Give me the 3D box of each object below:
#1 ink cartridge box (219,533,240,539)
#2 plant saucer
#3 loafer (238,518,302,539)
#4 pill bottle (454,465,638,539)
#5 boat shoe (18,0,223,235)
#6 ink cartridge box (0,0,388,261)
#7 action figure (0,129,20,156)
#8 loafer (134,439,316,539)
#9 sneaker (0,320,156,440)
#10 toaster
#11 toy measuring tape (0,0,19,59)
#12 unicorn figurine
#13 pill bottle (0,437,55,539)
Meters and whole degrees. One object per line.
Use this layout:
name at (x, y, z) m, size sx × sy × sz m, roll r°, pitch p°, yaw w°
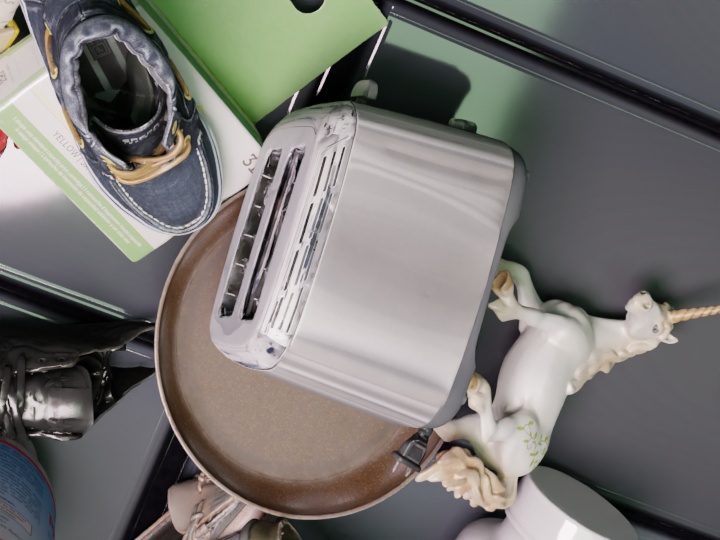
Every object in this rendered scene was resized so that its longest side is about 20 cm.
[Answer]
ink cartridge box at (-0.068, 0.280, 1.102) m, size 0.082 × 0.146 × 0.201 m, roll -23°, pitch 108°, yaw 15°
plant saucer at (-0.029, 0.044, 1.126) m, size 0.198 × 0.032 × 0.203 m, roll 0°, pitch 90°, yaw -21°
loafer at (0.001, 0.217, 1.114) m, size 0.069 × 0.075 × 0.201 m, roll -32°, pitch 105°, yaw 18°
pill bottle at (0.087, 0.227, 1.196) m, size 0.110 × 0.111 × 0.201 m, roll 28°, pitch 104°, yaw -16°
boat shoe at (-0.116, -0.071, 0.986) m, size 0.070 × 0.091 × 0.201 m, roll -27°, pitch 134°, yaw -1°
ink cartridge box at (-0.090, -0.112, 1.060) m, size 0.199 × 0.048 × 0.146 m, roll -34°, pitch 135°, yaw 7°
action figure at (-0.245, -0.053, 1.032) m, size 0.052 × 0.199 × 0.065 m, roll 50°, pitch 135°, yaw 10°
loafer at (-0.108, 0.164, 1.175) m, size 0.063 × 0.072 × 0.200 m, roll 38°, pitch 104°, yaw -11°
sneaker at (-0.196, 0.067, 1.078) m, size 0.103 × 0.200 × 0.061 m, roll 7°, pitch 106°, yaw 17°
toaster at (0.000, 0.000, 1.061) m, size 0.128 × 0.113 × 0.202 m, roll 19°, pitch 85°, yaw -22°
toy measuring tape at (-0.217, -0.146, 1.027) m, size 0.073 × 0.074 × 0.200 m, roll 31°, pitch 133°, yaw -16°
unicorn figurine at (0.110, 0.055, 1.148) m, size 0.137 × 0.074 × 0.201 m, roll 37°, pitch 90°, yaw -34°
pill bottle at (-0.227, 0.155, 1.083) m, size 0.107 × 0.200 × 0.110 m, roll -2°, pitch 110°, yaw -6°
